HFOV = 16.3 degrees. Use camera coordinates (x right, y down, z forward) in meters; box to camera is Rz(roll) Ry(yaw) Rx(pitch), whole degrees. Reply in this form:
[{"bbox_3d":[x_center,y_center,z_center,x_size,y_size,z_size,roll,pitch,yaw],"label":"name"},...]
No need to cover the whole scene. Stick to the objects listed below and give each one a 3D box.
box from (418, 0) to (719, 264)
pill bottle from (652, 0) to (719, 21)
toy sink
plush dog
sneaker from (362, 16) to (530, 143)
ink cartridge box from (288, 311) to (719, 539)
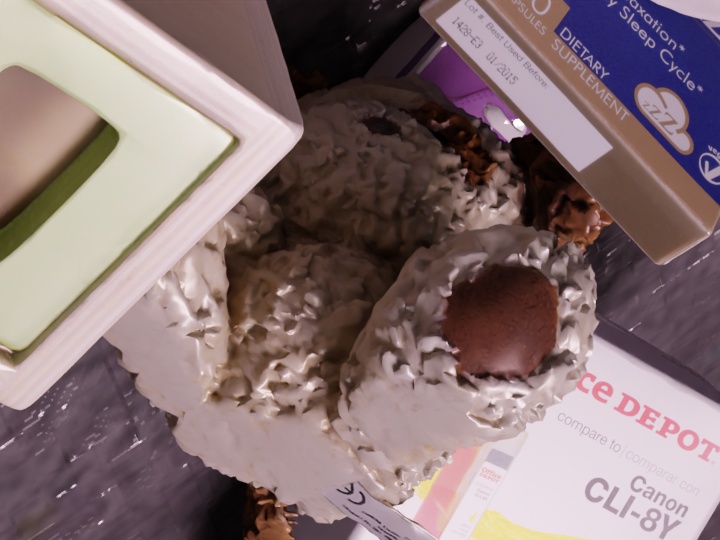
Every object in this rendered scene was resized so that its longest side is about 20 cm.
[{"bbox_3d":[0.107,-0.106,0.902,0.032,0.121,0.200,-36,-167,42],"label":"box"},{"bbox_3d":[0.148,-0.188,0.871,0.113,0.111,0.201,83,27,-47],"label":"pill bottle"},{"bbox_3d":[-0.135,-0.072,0.713,0.130,0.112,0.200,-42,125,19],"label":"toy sink"},{"bbox_3d":[0.000,0.000,0.902,0.161,0.199,0.172,91,22,-47],"label":"plush dog"},{"bbox_3d":[0.086,-0.066,0.989,0.200,0.114,0.073,-36,144,-8],"label":"sneaker"},{"bbox_3d":[0.055,0.109,1.083,0.145,0.083,0.201,29,95,-20],"label":"ink cartridge box"}]
